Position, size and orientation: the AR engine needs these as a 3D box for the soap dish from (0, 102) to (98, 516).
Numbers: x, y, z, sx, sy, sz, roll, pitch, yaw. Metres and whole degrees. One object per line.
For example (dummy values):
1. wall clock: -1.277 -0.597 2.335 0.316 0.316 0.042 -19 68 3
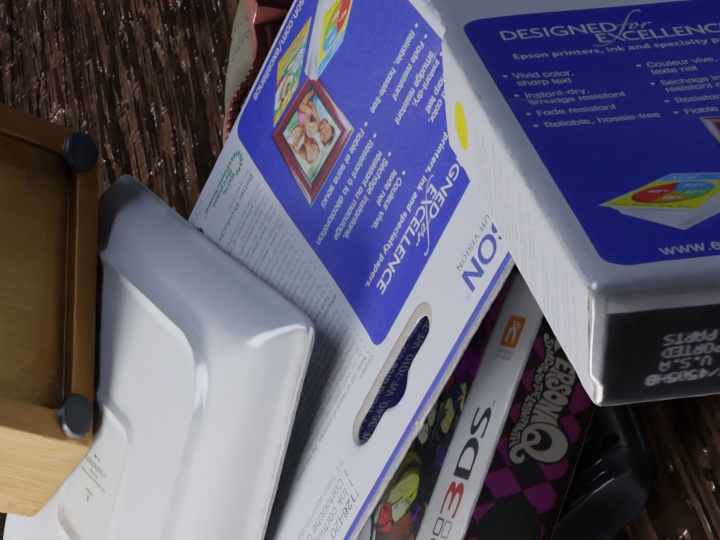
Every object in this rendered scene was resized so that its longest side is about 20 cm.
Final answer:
1. soap dish: -0.183 -0.004 0.855 0.081 0.200 0.158 -16 65 40

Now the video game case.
1. video game case: 0.009 0.083 0.853 0.200 0.036 0.181 12 81 67

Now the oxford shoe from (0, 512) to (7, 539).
1. oxford shoe: -0.177 0.124 1.089 0.084 0.073 0.200 -53 4 -18

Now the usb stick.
1. usb stick: 0.067 0.027 0.864 0.055 0.033 0.200 -43 31 20

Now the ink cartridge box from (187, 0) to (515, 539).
1. ink cartridge box: 0.000 0.000 0.822 0.198 0.047 0.200 -61 36 22

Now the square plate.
1. square plate: -0.089 0.080 0.876 0.200 0.028 0.198 36 113 60

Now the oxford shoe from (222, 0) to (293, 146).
1. oxford shoe: -0.033 -0.069 1.104 0.075 0.070 0.200 113 165 -50

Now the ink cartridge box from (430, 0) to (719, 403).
1. ink cartridge box: 0.131 -0.039 0.664 0.200 0.197 0.047 -113 19 -59
